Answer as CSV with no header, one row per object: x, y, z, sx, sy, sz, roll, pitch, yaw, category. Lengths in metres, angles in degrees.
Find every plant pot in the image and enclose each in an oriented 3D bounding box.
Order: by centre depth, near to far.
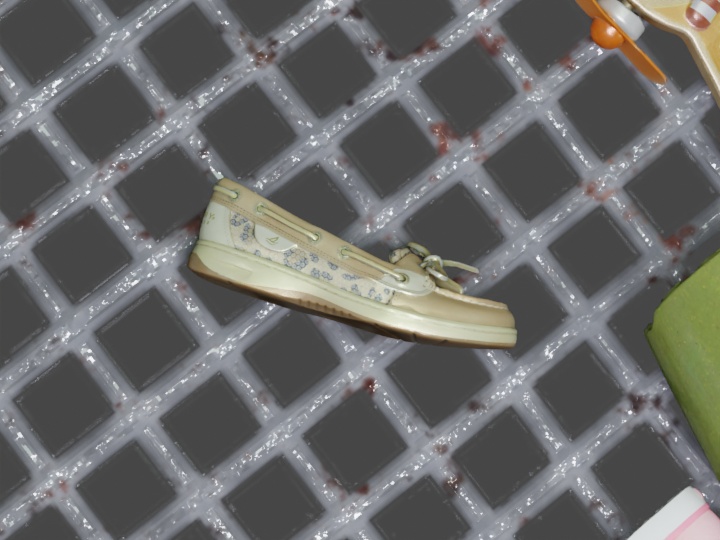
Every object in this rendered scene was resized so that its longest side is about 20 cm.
0.262,0.074,1.207,0.199,0.200,0.191,-34,73,-8,plant pot

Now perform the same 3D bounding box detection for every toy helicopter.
0.200,-0.148,1.279,0.131,0.079,0.201,-25,92,-9,toy helicopter

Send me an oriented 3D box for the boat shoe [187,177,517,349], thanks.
0.000,0.000,1.243,0.198,0.073,0.063,16,84,-1,boat shoe

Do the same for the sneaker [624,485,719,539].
0.151,0.225,1.219,0.200,0.075,0.105,-39,81,-12,sneaker
